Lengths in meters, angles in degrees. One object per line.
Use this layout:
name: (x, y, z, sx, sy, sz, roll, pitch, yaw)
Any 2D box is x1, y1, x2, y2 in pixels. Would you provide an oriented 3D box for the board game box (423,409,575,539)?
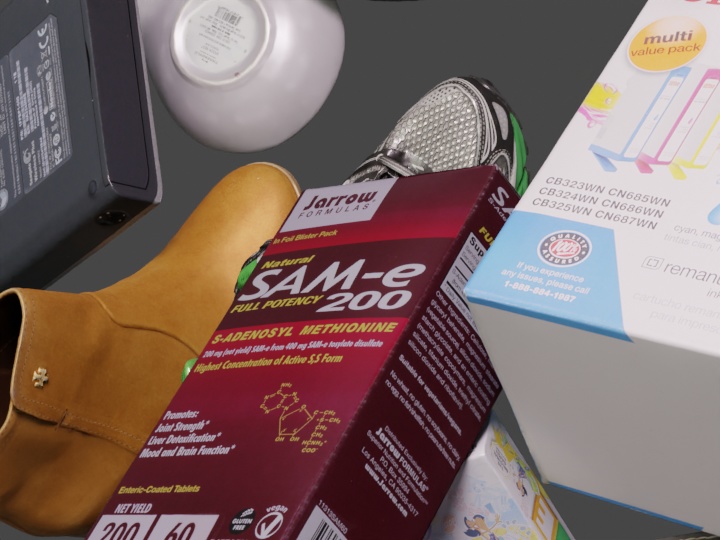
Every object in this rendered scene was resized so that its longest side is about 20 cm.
board game box: (-0.001, 0.153, 0.896, 0.200, 0.134, 0.034, -26, 19, 21)

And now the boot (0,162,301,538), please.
boot: (-0.106, 0.025, 0.992, 0.071, 0.144, 0.201, 20, 84, 34)

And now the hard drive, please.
hard drive: (-0.172, -0.054, 1.086, 0.200, 0.033, 0.140, -33, 58, 42)

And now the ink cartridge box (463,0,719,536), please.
ink cartridge box: (0.152, -0.016, 0.835, 0.129, 0.125, 0.200, 13, 57, 33)

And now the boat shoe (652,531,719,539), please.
boat shoe: (0.194, 0.118, 0.832, 0.200, 0.067, 0.057, 5, 55, 27)

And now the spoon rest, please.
spoon rest: (-0.093, -0.129, 1.104, 0.200, 0.061, 0.099, 31, 91, 22)

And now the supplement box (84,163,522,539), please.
supplement box: (-0.013, 0.053, 0.846, 0.109, 0.061, 0.200, -6, 42, 43)

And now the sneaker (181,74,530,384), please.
sneaker: (0.000, 0.000, 0.973, 0.078, 0.085, 0.200, 35, 91, 35)
